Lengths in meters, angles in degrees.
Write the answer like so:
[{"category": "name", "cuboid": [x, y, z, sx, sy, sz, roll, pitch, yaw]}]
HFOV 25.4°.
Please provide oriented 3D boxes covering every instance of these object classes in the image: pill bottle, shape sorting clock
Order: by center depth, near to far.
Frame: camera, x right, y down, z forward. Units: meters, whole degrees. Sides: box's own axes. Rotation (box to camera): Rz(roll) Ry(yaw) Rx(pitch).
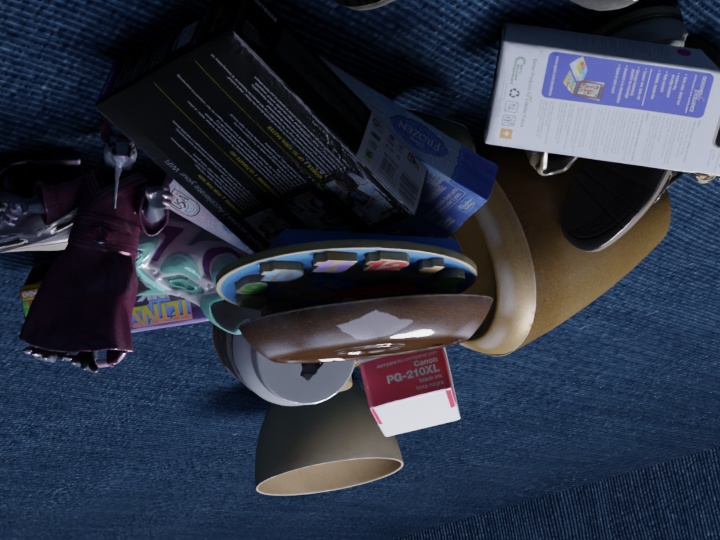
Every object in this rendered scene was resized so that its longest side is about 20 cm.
[{"category": "shape sorting clock", "cuboid": [-0.010, 0.010, 1.216, 0.199, 0.039, 0.200, -4, 161, -1]}, {"category": "pill bottle", "cuboid": [-0.072, 0.067, 1.530, 0.116, 0.117, 0.200, -6, -175, -14]}]

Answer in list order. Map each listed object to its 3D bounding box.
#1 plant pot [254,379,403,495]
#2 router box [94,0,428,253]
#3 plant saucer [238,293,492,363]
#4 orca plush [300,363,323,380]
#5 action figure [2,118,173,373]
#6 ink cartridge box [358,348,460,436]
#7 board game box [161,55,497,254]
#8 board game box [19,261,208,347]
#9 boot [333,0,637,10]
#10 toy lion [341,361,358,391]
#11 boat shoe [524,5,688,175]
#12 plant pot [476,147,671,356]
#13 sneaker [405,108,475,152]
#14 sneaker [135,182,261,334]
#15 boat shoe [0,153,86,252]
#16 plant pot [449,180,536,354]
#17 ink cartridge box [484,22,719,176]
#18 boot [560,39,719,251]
[{"category": "plant pot", "cuboid": [-0.051, 0.213, 2.143, 0.199, 0.135, 0.200, -9, 162, -3]}, {"category": "router box", "cuboid": [-0.071, -0.096, 1.155, 0.149, 0.051, 0.200, -20, 128, 38]}, {"category": "plant saucer", "cuboid": [0.005, 0.048, 1.242, 0.199, 0.032, 0.200, -5, 173, -1]}, {"category": "orca plush", "cuboid": [0.000, 0.000, 1.394, 0.071, 0.201, 0.105, 5, 145, 23]}, {"category": "action figure", "cuboid": [-0.195, -0.019, 1.259, 0.133, 0.201, 0.149, 12, 174, 16]}, {"category": "ink cartridge box", "cuboid": [0.034, 0.047, 1.576, 0.084, 0.201, 0.145, -14, 162, 3]}, {"category": "board game box", "cuboid": [-0.030, -0.068, 1.250, 0.199, 0.043, 0.200, 30, 139, -14]}, {"category": "board game box", "cuboid": [-0.206, 0.017, 1.477, 0.199, 0.057, 0.165, -8, -170, -5]}, {"category": "boot", "cuboid": [0.099, -0.210, 1.058, 0.181, 0.073, 0.200, -21, 166, 36]}, {"category": "toy lion", "cuboid": [-0.025, 0.073, 1.863, 0.200, 0.069, 0.191, -23, 152, 35]}, {"category": "boat shoe", "cuboid": [0.199, -0.142, 1.296, 0.074, 0.069, 0.200, 2, 157, -27]}, {"category": "plant pot", "cuboid": [0.179, -0.041, 1.471, 0.199, 0.187, 0.186, -19, 168, -27]}, {"category": "sneaker", "cuboid": [0.001, -0.098, 1.322, 0.199, 0.067, 0.090, 4, -156, 19]}, {"category": "sneaker", "cuboid": [-0.123, -0.027, 1.370, 0.199, 0.140, 0.078, 21, 133, -3]}, {"category": "boat shoe", "cuboid": [-0.313, -0.052, 1.304, 0.199, 0.075, 0.093, -13, 157, -19]}, {"category": "plant pot", "cuboid": [0.081, -0.016, 1.409, 0.027, 0.201, 0.200, -22, 169, -28]}, {"category": "ink cartridge box", "cuboid": [0.200, -0.130, 1.233, 0.199, 0.037, 0.095, 9, 128, 2]}, {"category": "boot", "cuboid": [0.267, -0.096, 1.377, 0.150, 0.073, 0.200, 8, 116, -56]}]
